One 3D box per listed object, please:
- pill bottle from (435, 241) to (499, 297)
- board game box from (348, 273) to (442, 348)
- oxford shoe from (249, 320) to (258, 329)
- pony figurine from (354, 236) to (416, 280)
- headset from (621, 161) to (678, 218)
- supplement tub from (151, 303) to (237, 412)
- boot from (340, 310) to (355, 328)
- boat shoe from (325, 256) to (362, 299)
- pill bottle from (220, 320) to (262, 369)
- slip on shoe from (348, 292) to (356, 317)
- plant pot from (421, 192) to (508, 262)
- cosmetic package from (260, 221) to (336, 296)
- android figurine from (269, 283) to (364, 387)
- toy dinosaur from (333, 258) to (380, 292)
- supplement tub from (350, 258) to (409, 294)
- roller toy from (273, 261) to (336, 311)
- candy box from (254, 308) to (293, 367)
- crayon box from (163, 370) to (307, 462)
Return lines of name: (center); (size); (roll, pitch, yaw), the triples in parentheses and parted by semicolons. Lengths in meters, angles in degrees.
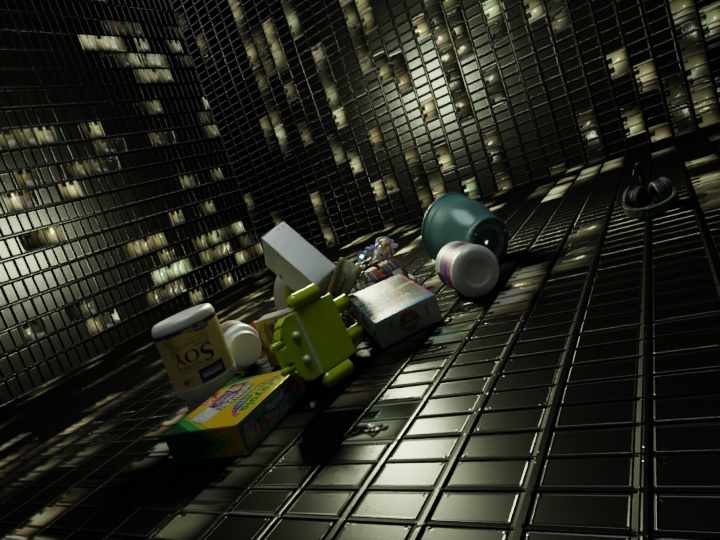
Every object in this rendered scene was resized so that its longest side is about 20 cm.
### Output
pill bottle: (0.240, -0.008, 1.221); (0.110, 0.115, 0.200); (-21, 8, -3)
board game box: (0.071, 0.082, 1.151); (0.144, 0.066, 0.200); (-24, 20, -12)
oxford shoe: (-0.289, 0.176, 1.540); (0.072, 0.073, 0.197); (-21, 6, -42)
pony figurine: (0.055, -0.010, 1.539); (0.200, 0.168, 0.191); (-45, -26, 20)
headset: (0.713, -0.200, 1.302); (0.121, 0.096, 0.201); (-15, 22, 29)
supplement tub: (-0.362, 0.193, 1.163); (0.142, 0.205, 0.146); (-20, 8, 3)
boot: (-0.097, 0.138, 1.110); (0.151, 0.073, 0.199); (-50, 20, -12)
boat shoe: (-0.067, 0.059, 1.235); (0.202, 0.062, 0.073); (-57, 2, 20)
pill bottle: (-0.317, 0.193, 1.359); (0.109, 0.114, 0.199); (-24, 9, -23)
slip on shoe: (0.048, 0.084, 1.300); (0.193, 0.063, 0.075); (-10, 36, -1)
plant pot: (0.293, -0.093, 1.410); (0.196, 0.205, 0.187); (-23, 24, -17)
cosmetic package: (-0.150, -0.012, 1.291); (0.081, 0.199, 0.114); (-38, -27, -26)
android figurine: (-0.081, 0.124, 0.970); (0.197, 0.187, 0.041); (-24, 1, -40)
toy dinosaur: (0.000, 0.000, 1.338); (0.086, 0.048, 0.200); (-25, 33, -11)
supplement tub: (0.031, 0.051, 1.395); (0.196, 0.110, 0.106); (-26, 10, -27)
roller toy: (-0.146, 0.058, 1.443); (0.137, 0.204, 0.183); (13, 47, 33)
candy box: (-0.138, 0.142, 1.212); (0.195, 0.119, 0.055); (-17, 8, 23)
crayon box: (-0.215, 0.251, 0.928); (0.169, 0.060, 0.200); (-17, 10, 27)
